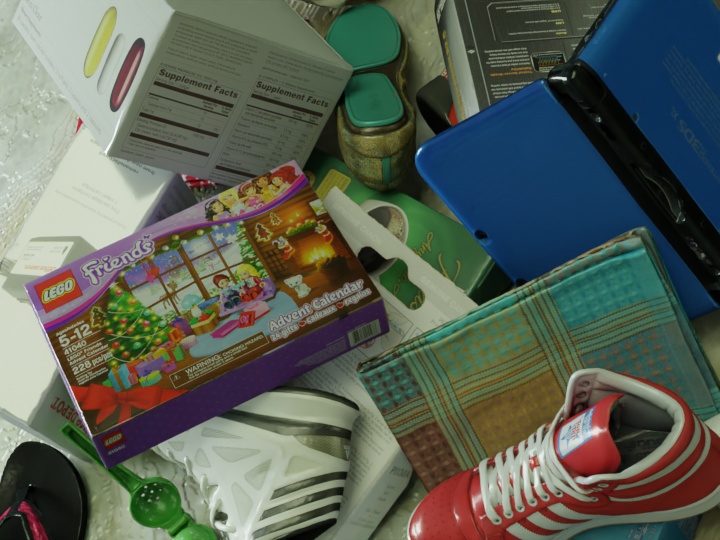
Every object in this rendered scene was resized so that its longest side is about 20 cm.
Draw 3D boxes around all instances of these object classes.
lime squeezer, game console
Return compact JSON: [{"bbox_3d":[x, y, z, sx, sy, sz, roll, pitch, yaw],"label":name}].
[{"bbox_3d":[-0.125,0.176,1.142,0.038,0.071,0.200,-40,85,-13],"label":"lime squeezer"},{"bbox_3d":[0.163,-0.067,1.040,0.118,0.200,0.171,1,49,55],"label":"game console"}]

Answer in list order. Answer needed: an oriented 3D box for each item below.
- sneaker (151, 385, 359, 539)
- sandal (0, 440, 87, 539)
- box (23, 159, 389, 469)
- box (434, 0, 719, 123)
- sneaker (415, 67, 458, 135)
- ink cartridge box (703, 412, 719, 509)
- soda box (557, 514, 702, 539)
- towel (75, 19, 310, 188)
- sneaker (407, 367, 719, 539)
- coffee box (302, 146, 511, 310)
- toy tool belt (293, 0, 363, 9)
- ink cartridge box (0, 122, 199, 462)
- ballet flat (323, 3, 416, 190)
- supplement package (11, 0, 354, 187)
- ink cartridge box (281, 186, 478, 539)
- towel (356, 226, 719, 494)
[{"bbox_3d":[-0.101,0.132,1.082,0.199,0.076,0.117,2,77,26],"label":"sneaker"},{"bbox_3d":[-0.240,0.214,1.186,0.074,0.045,0.202,-6,64,22],"label":"sandal"},{"bbox_3d":[-0.099,0.024,1.069,0.199,0.039,0.137,-26,52,-10],"label":"box"},{"bbox_3d":[0.160,-0.128,1.106,0.198,0.048,0.160,-6,64,-11],"label":"box"},{"bbox_3d":[0.137,-0.087,1.142,0.108,0.067,0.202,-38,62,-7],"label":"sneaker"},{"bbox_3d":[0.316,0.135,0.967,0.195,0.043,0.201,-29,60,8],"label":"ink cartridge box"},{"bbox_3d":[0.131,0.214,1.001,0.067,0.064,0.201,18,74,31],"label":"soda box"},{"bbox_3d":[-0.137,-0.123,1.315,0.198,0.023,0.146,-5,62,21],"label":"towel"},{"bbox_3d":[0.105,0.115,0.955,0.198,0.113,0.072,-18,59,16],"label":"sneaker"},{"bbox_3d":[0.000,0.000,1.177,0.199,0.044,0.124,28,82,33],"label":"coffee box"},{"bbox_3d":[-0.052,-0.284,1.311,0.199,0.126,0.123,31,49,30],"label":"toy tool belt"},{"bbox_3d":[-0.195,0.020,1.191,0.083,0.145,0.201,26,79,14],"label":"ink cartridge box"},{"bbox_3d":[0.007,-0.123,1.214,0.070,0.071,0.201,-26,32,12],"label":"ballet flat"},{"bbox_3d":[-0.130,-0.161,1.188,0.200,0.155,0.111,49,117,44],"label":"supplement package"},{"bbox_3d":[-0.017,0.071,1.122,0.161,0.050,0.201,40,96,29],"label":"ink cartridge box"},{"bbox_3d":[0.115,0.075,1.039,0.199,0.147,0.022,-25,23,12],"label":"towel"}]
